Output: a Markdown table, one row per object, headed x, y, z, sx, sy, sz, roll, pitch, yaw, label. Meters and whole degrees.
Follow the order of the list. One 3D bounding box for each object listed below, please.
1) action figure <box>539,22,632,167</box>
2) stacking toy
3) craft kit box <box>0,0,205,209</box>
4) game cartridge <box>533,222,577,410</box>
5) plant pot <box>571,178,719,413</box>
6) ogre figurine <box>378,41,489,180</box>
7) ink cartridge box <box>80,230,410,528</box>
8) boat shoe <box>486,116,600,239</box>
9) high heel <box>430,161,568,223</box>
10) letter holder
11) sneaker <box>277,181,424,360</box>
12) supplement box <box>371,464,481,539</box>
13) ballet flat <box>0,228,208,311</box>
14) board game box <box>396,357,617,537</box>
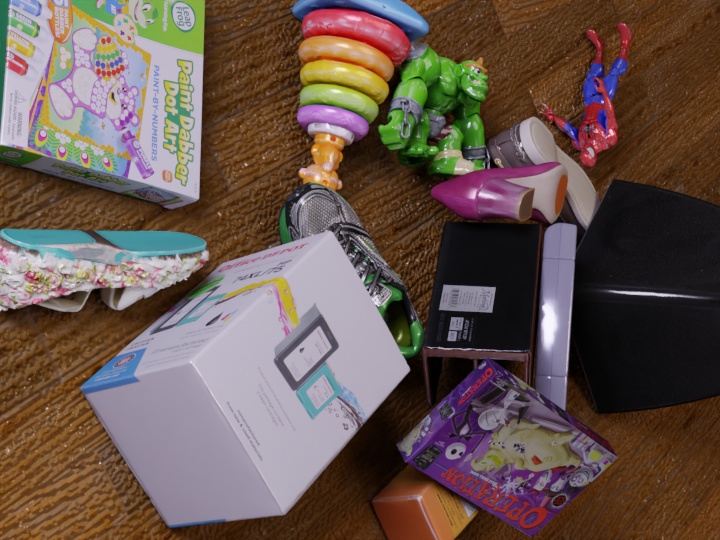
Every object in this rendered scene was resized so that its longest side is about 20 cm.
| x | y | z | sx | sy | sz | roll | pitch | yaw | label |
| --- | --- | --- | --- | --- | --- | --- | --- | --- | --- |
| 0.272 | -0.219 | 1.698 | 0.099 | 0.065 | 0.200 | 40 | 52 | -43 | action figure |
| -0.019 | -0.161 | 1.360 | 0.116 | 0.110 | 0.200 | 17 | 78 | -25 | stacking toy |
| -0.218 | -0.169 | 1.183 | 0.197 | 0.048 | 0.201 | 15 | 69 | -46 | craft kit box |
| 0.197 | 0.059 | 1.451 | 0.133 | 0.040 | 0.201 | 78 | 17 | -75 | game cartridge |
| 0.358 | 0.033 | 1.604 | 0.200 | 0.177 | 0.200 | -58 | 138 | -39 | plant pot |
| 0.079 | -0.160 | 1.455 | 0.200 | 0.098 | 0.120 | 11 | 79 | -40 | ogre figurine |
| -0.089 | 0.089 | 1.173 | 0.200 | 0.147 | 0.146 | -45 | 111 | -44 | ink cartridge box |
| 0.212 | -0.094 | 1.603 | 0.200 | 0.059 | 0.072 | 43 | 39 | -42 | boat shoe |
| 0.150 | -0.082 | 1.474 | 0.200 | 0.096 | 0.068 | -29 | 128 | -61 | high heel |
| 0.124 | 0.067 | 1.409 | 0.200 | 0.100 | 0.142 | -76 | 165 | -51 | letter holder |
| 0.000 | 0.000 | 1.321 | 0.078 | 0.085 | 0.200 | -43 | 113 | -15 | sneaker |
| 0.098 | 0.197 | 1.403 | 0.200 | 0.066 | 0.069 | -40 | 109 | -44 | supplement box |
| -0.212 | 0.000 | 1.139 | 0.200 | 0.076 | 0.064 | 0 | 110 | -42 | ballet flat |
| 0.140 | 0.169 | 1.329 | 0.200 | 0.120 | 0.032 | 34 | 20 | -38 | board game box |
